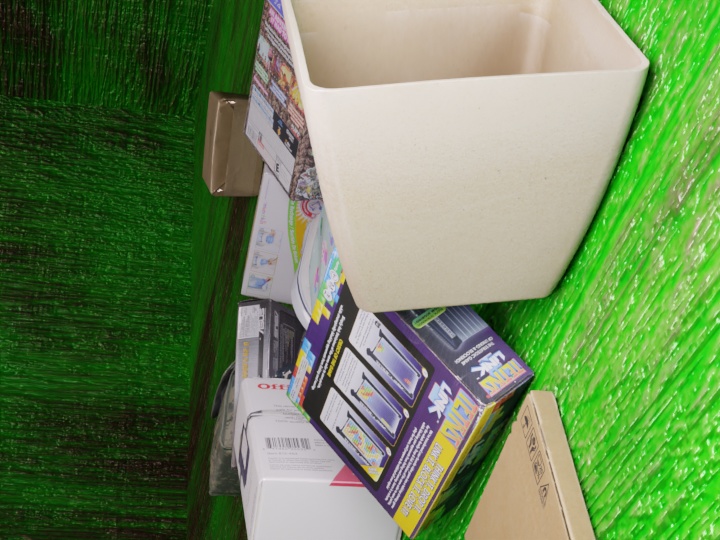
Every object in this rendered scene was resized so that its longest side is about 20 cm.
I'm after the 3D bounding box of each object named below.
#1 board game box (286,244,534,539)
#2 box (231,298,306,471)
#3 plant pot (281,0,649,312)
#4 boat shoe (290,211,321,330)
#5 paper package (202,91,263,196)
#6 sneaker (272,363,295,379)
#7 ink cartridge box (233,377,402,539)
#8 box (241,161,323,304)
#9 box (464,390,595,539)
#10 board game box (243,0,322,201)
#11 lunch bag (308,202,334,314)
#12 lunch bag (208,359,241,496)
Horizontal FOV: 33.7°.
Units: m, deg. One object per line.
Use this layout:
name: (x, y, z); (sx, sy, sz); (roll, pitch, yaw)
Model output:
board game box: (0.029, 0.086, 0.909); (0.165, 0.056, 0.201); (46, 144, 20)
box: (-0.094, 0.151, 1.444); (0.158, 0.048, 0.202); (33, -126, -60)
plant pot: (0.053, -0.086, 0.784); (0.201, 0.197, 0.179); (-105, 13, -56)
boat shoe: (-0.025, -0.014, 1.361); (0.086, 0.074, 0.203); (-54, 19, 36)
paper package: (-0.250, -0.251, 2.351); (0.200, 0.102, 0.193); (-132, 49, -72)
sneaker: (-0.062, 0.206, 1.361); (0.087, 0.077, 0.202); (99, 158, -62)
ink cartridge box: (-0.045, 0.191, 1.184); (0.200, 0.143, 0.085); (-114, 32, -65)
box: (-0.085, -0.068, 1.527); (0.113, 0.100, 0.201); (-87, 10, -51)
box: (0.112, 0.206, 0.761); (0.201, 0.021, 0.165); (-99, 19, -46)
board game box: (-0.051, -0.208, 1.374); (0.160, 0.096, 0.202); (54, 140, 44)
lunch bag: (0.000, 0.000, 1.211); (0.161, 0.076, 0.202); (110, 160, -46)
lunch bag: (-0.161, 0.214, 1.765); (0.165, 0.116, 0.202); (112, 164, -53)
